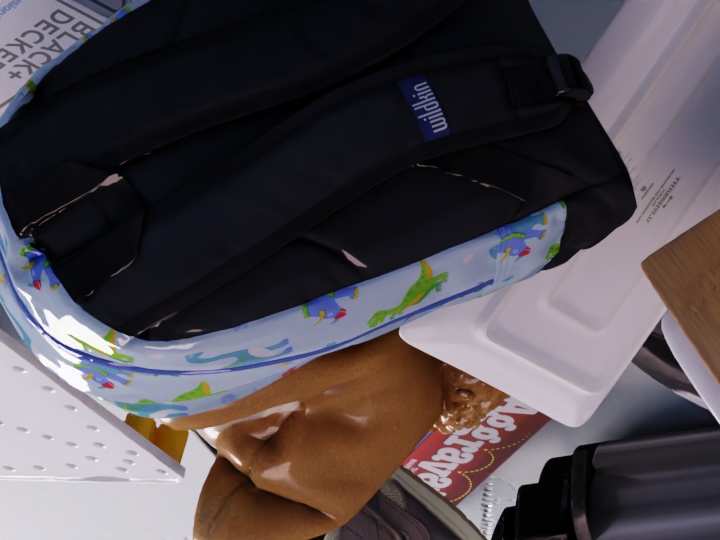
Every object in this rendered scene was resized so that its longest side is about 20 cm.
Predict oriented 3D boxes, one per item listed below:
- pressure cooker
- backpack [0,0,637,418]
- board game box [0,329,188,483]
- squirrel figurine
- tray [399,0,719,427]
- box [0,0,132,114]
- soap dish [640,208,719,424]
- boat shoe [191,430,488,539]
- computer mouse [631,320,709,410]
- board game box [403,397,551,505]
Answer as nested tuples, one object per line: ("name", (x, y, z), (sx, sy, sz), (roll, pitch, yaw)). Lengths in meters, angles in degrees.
("pressure cooker", (0.160, 0.164, 1.366), (0.199, 0.176, 0.179), (-7, 180, 14))
("backpack", (-0.035, -0.032, 0.991), (0.200, 0.163, 0.154), (-26, 168, -30))
("board game box", (-0.206, 0.043, 1.266), (0.200, 0.026, 0.200), (-1, 152, 33))
("squirrel figurine", (0.000, 0.000, 1.155), (0.199, 0.142, 0.187), (-7, 140, -16))
("tray", (0.109, -0.033, 1.075), (0.107, 0.022, 0.200), (28, 101, -36))
("box", (-0.189, -0.127, 1.000), (0.200, 0.060, 0.117), (27, 140, -37))
("soap dish", (0.224, 0.029, 1.023), (0.200, 0.157, 0.081), (-9, 140, -31))
("boat shoe", (-0.004, 0.118, 1.300), (0.201, 0.066, 0.072), (48, 148, -2))
("computer mouse", (0.175, 0.062, 1.240), (0.200, 0.141, 0.046), (17, 163, -27))
("board game box", (0.019, 0.082, 1.379), (0.103, 0.019, 0.200), (13, 146, -21))
